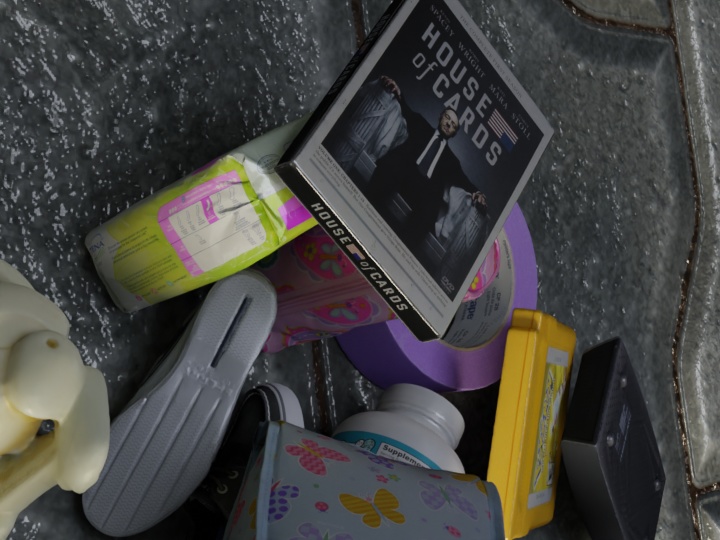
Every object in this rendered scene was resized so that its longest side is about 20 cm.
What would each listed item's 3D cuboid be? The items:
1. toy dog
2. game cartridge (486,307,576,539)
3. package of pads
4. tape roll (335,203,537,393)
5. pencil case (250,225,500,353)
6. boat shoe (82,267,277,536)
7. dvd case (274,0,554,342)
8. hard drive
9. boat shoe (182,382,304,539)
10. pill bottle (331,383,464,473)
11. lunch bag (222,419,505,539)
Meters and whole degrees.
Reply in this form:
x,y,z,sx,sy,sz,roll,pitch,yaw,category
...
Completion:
x,y,z,sx,sy,sz,roll,pitch,yaw,category
-0.255,0.046,0.747,0.199,0.139,0.195,26,52,-38,toy dog
0.140,0.126,1.091,0.200,0.032,0.177,21,76,-74,game cartridge
-0.076,-0.045,0.888,0.154,0.200,0.068,-32,97,-41,package of pads
0.059,0.001,1.103,0.199,0.065,0.201,11,74,-41,tape roll
0.000,0.000,0.951,0.087,0.199,0.088,28,55,-49,pencil case
-0.116,0.091,0.909,0.072,0.071,0.200,34,80,-3,boat shoe
0.042,-0.078,0.849,0.150,0.025,0.200,49,52,-23,dvd case
0.227,0.171,1.190,0.200,0.042,0.135,64,35,-39,hard drive
-0.095,0.169,0.925,0.066,0.070,0.201,28,71,-38,boat shoe
0.009,0.182,0.986,0.111,0.110,0.200,48,52,-26,pill bottle
0.000,0.185,0.841,0.169,0.128,0.200,18,29,-9,lunch bag
